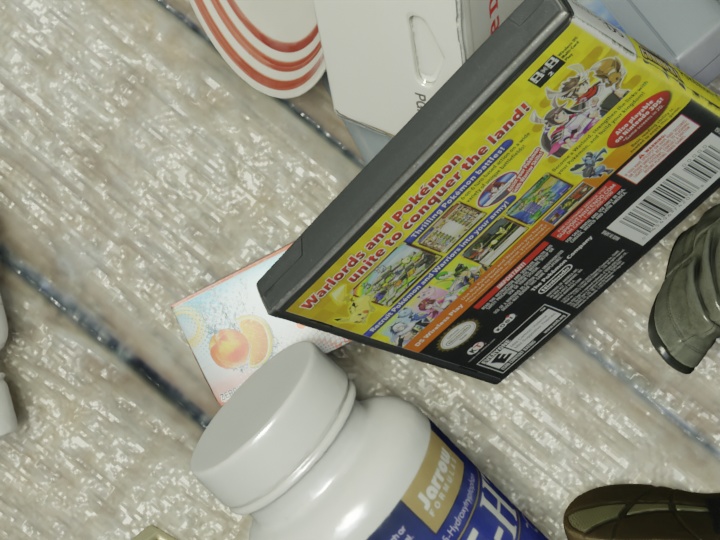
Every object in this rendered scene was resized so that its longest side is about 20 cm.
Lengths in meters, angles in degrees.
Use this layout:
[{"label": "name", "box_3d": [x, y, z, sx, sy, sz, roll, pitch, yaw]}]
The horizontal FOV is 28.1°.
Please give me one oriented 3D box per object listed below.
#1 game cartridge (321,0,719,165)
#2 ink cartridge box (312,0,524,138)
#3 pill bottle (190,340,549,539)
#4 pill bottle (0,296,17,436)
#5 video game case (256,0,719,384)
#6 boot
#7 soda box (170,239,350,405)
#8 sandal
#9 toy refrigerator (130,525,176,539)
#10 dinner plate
[{"label": "game cartridge", "box_3d": [0.088, -0.106, 0.749, 0.199, 0.042, 0.134, -27, 44, 0]}, {"label": "ink cartridge box", "box_3d": [0.058, -0.176, 0.687, 0.084, 0.146, 0.201, 19, 59, 21]}, {"label": "pill bottle", "box_3d": [0.012, 0.137, 0.747, 0.120, 0.120, 0.200, -43, 105, 6]}, {"label": "pill bottle", "box_3d": [-0.263, 0.005, 0.803, 0.112, 0.113, 0.202, -15, 90, 7]}, {"label": "video game case", "box_3d": [0.076, -0.029, 0.697, 0.200, 0.180, 0.026, -45, 50, 24]}, {"label": "boot", "box_3d": [0.213, -0.044, 0.754, 0.068, 0.201, 0.131, 39, 141, -8]}, {"label": "soda box", "box_3d": [0.000, 0.000, 0.793, 0.199, 0.068, 0.064, -26, 92, 6]}, {"label": "sandal", "box_3d": [0.208, 0.157, 0.772, 0.198, 0.082, 0.055, 1, 109, 6]}, {"label": "toy refrigerator", "box_3d": [-0.057, 0.224, 0.806, 0.199, 0.076, 0.070, 31, 95, 5]}, {"label": "dinner plate", "box_3d": [-0.056, -0.190, 0.748, 0.024, 0.200, 0.202, -20, 89, -26]}]
